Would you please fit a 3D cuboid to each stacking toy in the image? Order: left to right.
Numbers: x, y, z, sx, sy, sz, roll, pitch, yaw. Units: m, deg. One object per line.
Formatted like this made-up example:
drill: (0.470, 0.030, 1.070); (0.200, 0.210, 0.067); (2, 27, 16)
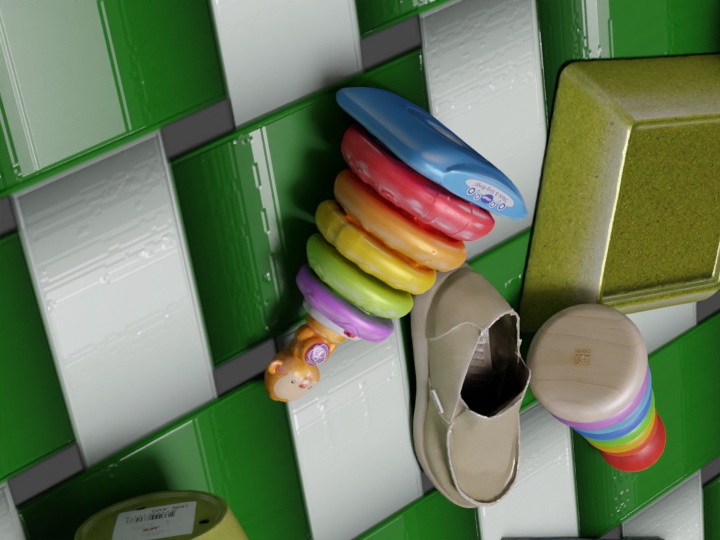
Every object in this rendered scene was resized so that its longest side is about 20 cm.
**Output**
stacking toy: (0.000, 0.000, 0.994); (0.116, 0.110, 0.201); (22, 106, -46)
stacking toy: (0.182, 0.099, 1.187); (0.086, 0.085, 0.200); (-52, 151, -8)

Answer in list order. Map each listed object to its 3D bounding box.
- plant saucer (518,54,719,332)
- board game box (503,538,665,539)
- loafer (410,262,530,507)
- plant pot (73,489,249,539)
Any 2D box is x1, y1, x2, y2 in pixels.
plant saucer: (0.215, -0.051, 1.175); (0.199, 0.048, 0.202); (-9, 115, -38)
board game box: (0.166, 0.294, 1.286); (0.199, 0.062, 0.201); (27, 91, -43)
loafer: (0.079, 0.090, 1.111); (0.075, 0.068, 0.201); (-31, 127, -26)
plant pot: (-0.110, 0.243, 0.969); (0.186, 0.186, 0.202); (-18, 106, -33)
